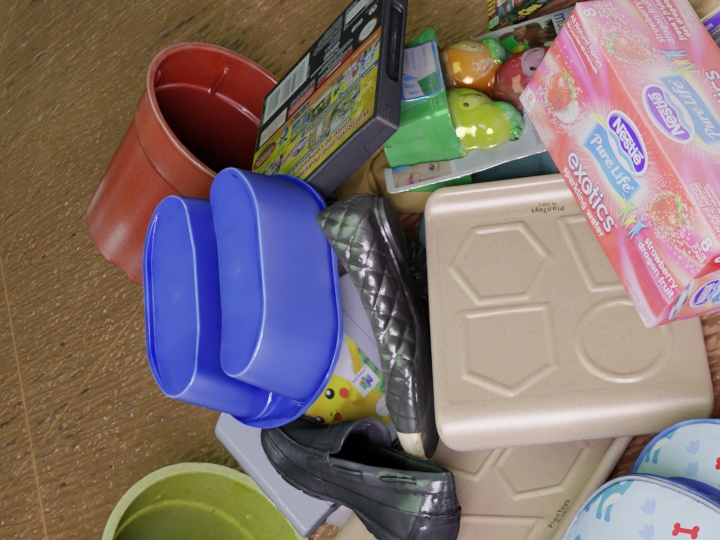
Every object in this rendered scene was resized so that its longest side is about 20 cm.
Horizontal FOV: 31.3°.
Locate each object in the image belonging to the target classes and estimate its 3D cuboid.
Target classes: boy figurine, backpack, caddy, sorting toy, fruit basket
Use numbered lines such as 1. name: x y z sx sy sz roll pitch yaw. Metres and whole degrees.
1. boy figurine: 0.014 -0.093 1.139 0.200 0.064 0.124 13 90 64
2. backpack: 0.206 0.188 0.736 0.183 0.147 0.200 24 87 50
3. caddy: -0.083 0.018 0.973 0.141 0.105 0.200 -20 67 36
4. sorting toy: 0.142 0.026 0.914 0.185 0.036 0.200 -7 62 9
5. sorting toy: 0.087 0.165 0.931 0.200 0.036 0.185 5 48 49
6. fruit basket: 0.107 -0.147 1.022 0.200 0.094 0.185 -20 39 14

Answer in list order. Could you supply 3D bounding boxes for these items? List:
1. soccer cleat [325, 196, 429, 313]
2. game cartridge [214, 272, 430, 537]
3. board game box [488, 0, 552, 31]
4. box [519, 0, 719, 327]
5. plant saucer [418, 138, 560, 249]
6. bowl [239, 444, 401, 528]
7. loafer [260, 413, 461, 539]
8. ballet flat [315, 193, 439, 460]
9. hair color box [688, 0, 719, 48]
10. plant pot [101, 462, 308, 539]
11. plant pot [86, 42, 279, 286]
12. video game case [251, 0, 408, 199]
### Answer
1. soccer cleat: 0.000 0.000 1.090 0.200 0.068 0.073 33 141 34
2. game cartridge: -0.022 0.097 1.017 0.133 0.040 0.200 47 105 20
3. board game box: 0.156 -0.275 1.063 0.200 0.023 0.105 159 117 -70
4. box: 0.203 -0.077 0.854 0.200 0.095 0.103 66 151 25
5. plant saucer: 0.112 -0.046 1.059 0.200 0.036 0.200 -25 54 40
6. bowl: -0.031 0.112 1.117 0.200 0.075 0.200 11 81 52
7. loafer: -0.001 0.137 0.926 0.200 0.068 0.070 23 110 47
8. ballet flat: 0.019 0.042 0.942 0.057 0.066 0.200 -15 89 17
9. hair color box: 0.244 -0.241 0.982 0.109 0.065 0.200 -37 48 32
10. plant pot: -0.166 0.294 1.111 0.190 0.200 0.200 -43 42 45
11. plant pot: -0.170 -0.092 1.306 0.195 0.201 0.201 -46 41 37
12. video game case: -0.030 -0.130 1.057 0.200 0.025 0.181 -40 34 42
